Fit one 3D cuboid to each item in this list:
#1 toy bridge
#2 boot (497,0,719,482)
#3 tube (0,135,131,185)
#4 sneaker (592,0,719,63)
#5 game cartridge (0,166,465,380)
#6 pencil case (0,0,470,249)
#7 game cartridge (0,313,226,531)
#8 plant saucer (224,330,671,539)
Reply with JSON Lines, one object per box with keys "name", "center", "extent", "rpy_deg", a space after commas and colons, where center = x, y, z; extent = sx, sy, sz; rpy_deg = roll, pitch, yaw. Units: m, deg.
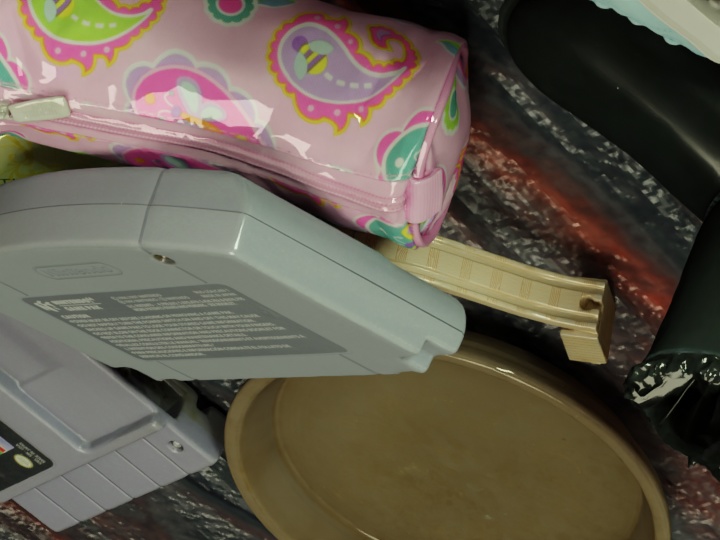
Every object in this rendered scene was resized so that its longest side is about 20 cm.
{"name": "toy bridge", "center": [0.000, 0.000, 1.183], "extent": [0.199, 0.027, 0.067], "rpy_deg": [10, 162, 14]}
{"name": "boot", "center": [0.124, -0.011, 1.019], "extent": [0.198, 0.163, 0.073], "rpy_deg": [25, 140, -5]}
{"name": "tube", "center": [-0.154, -0.056, 1.190], "extent": [0.199, 0.052, 0.058], "rpy_deg": [3, 180, 8]}
{"name": "sneaker", "center": [0.071, -0.122, 0.996], "extent": [0.200, 0.074, 0.082], "rpy_deg": [37, 149, -7]}
{"name": "game cartridge", "center": [-0.071, 0.003, 1.143], "extent": [0.133, 0.041, 0.200], "rpy_deg": [25, 162, -37]}
{"name": "pencil case", "center": [-0.058, -0.067, 1.102], "extent": [0.199, 0.088, 0.088], "rpy_deg": [14, 141, 8]}
{"name": "game cartridge", "center": [-0.170, 0.038, 1.322], "extent": [0.200, 0.038, 0.129], "rpy_deg": [41, 134, -23]}
{"name": "plant saucer", "center": [0.039, 0.088, 1.286], "extent": [0.199, 0.030, 0.201], "rpy_deg": [12, 140, 10]}
